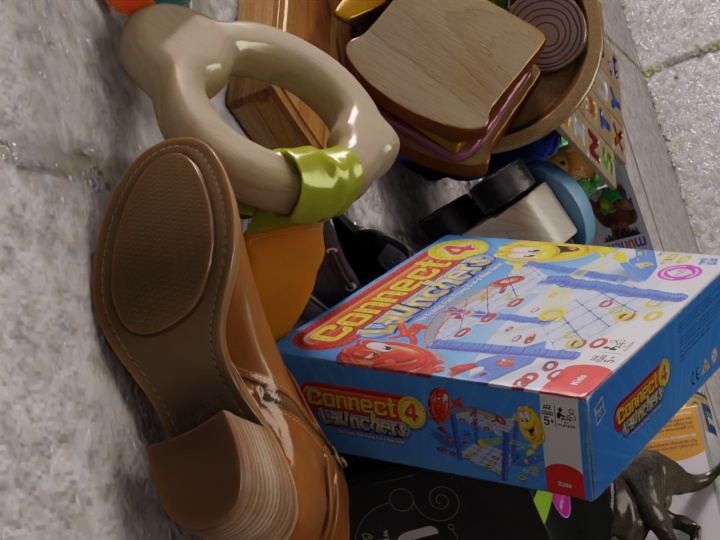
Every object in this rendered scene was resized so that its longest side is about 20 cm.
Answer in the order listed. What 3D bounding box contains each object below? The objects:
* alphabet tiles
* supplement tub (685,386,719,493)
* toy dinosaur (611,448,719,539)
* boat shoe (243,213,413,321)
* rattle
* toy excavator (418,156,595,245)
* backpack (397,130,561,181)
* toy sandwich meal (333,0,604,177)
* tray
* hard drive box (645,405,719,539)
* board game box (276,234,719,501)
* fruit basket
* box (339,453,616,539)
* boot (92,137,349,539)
[{"bbox_3d":[0.167,-0.162,1.112,0.200,0.006,0.168,33,52,-56],"label":"alphabet tiles"},{"bbox_3d":[0.253,0.134,1.357,0.145,0.144,0.201,37,38,-58],"label":"supplement tub"},{"bbox_3d":[0.191,0.175,1.047,0.103,0.199,0.077,57,-11,4],"label":"toy dinosaur"},{"bbox_3d":[0.000,0.000,0.906,0.200,0.066,0.070,39,37,-57],"label":"boat shoe"},{"bbox_3d":[-0.086,-0.078,0.784,0.199,0.143,0.130,35,57,8],"label":"rattle"},{"bbox_3d":[0.132,-0.038,1.202,0.200,0.194,0.100,-35,92,-45],"label":"toy excavator"},{"bbox_3d":[0.102,-0.154,1.184,0.200,0.167,0.164,19,66,-69],"label":"backpack"},{"bbox_3d":[0.071,-0.166,0.982,0.070,0.204,0.207,86,-7,-70],"label":"toy sandwich meal"},{"bbox_3d":[-0.043,-0.147,0.973,0.099,0.037,0.201,55,24,-39],"label":"tray"},{"bbox_3d":[0.207,0.219,1.119,0.077,0.155,0.201,69,12,-55],"label":"hard drive box"},{"bbox_3d":[0.083,0.043,0.807,0.200,0.195,0.056,-32,120,-49],"label":"board game box"},{"bbox_3d":[0.174,-0.072,1.329,0.093,0.185,0.202,-15,90,-36],"label":"fruit basket"},{"bbox_3d":[0.073,0.135,0.897,0.149,0.124,0.200,65,19,-14],"label":"box"},{"bbox_3d":[-0.060,0.049,0.709,0.155,0.073,0.201,42,37,-64],"label":"boot"}]
